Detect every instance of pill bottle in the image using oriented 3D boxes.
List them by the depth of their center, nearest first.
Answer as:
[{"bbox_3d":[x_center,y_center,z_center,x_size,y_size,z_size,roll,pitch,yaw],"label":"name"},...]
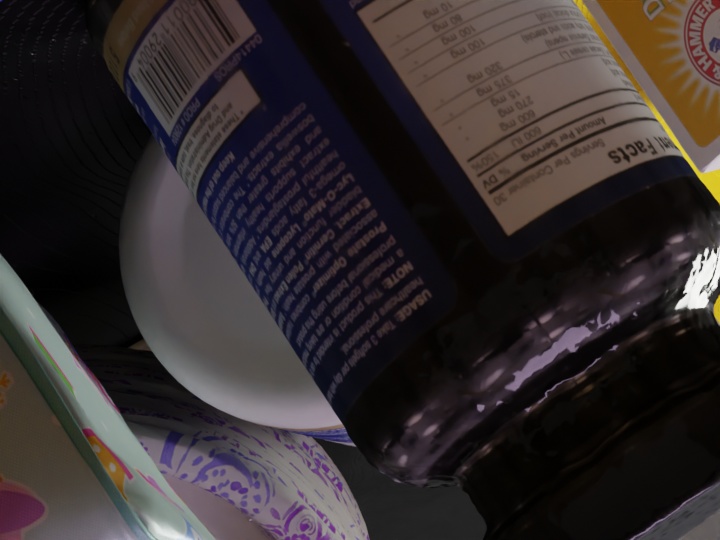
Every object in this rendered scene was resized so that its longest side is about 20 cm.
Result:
[{"bbox_3d":[0.024,-0.017,0.687,0.112,0.200,0.112,-32,168,-8],"label":"pill bottle"},{"bbox_3d":[0.000,0.000,0.892,0.115,0.116,0.200,-35,168,6],"label":"pill bottle"}]

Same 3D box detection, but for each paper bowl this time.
[{"bbox_3d":[-0.093,0.121,0.960,0.200,0.201,0.104,-36,-160,13],"label":"paper bowl"}]

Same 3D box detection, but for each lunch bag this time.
[{"bbox_3d":[-0.104,0.053,0.741,0.077,0.161,0.200,-37,162,-5],"label":"lunch bag"}]

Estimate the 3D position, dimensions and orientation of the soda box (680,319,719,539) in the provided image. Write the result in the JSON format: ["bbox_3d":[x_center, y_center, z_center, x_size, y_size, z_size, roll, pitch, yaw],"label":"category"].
[{"bbox_3d":[0.092,0.029,1.032,0.063,0.200,0.068,-21,163,-48],"label":"soda box"}]

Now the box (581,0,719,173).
[{"bbox_3d":[0.159,-0.115,0.868,0.101,0.113,0.200,-42,164,33],"label":"box"}]

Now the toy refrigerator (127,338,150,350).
[{"bbox_3d":[-0.093,0.099,1.121,0.070,0.076,0.200,-29,166,-20],"label":"toy refrigerator"}]
